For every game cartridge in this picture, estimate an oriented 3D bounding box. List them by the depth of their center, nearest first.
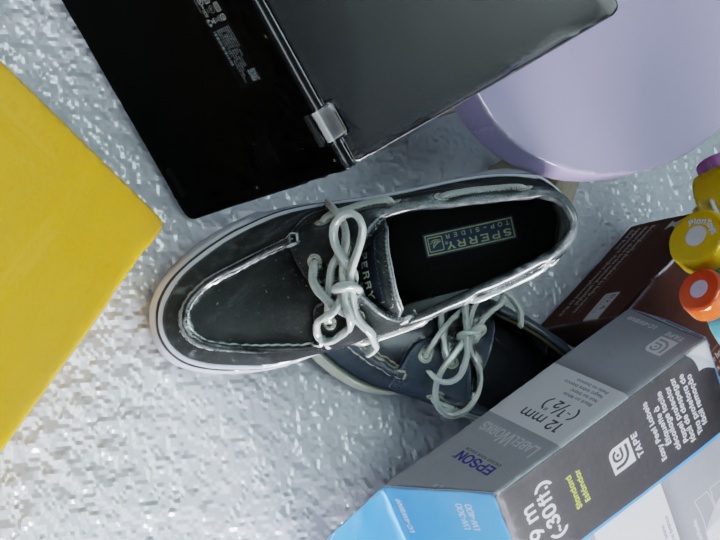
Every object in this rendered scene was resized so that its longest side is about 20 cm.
[{"bbox_3d":[-0.198,-0.004,0.742,0.176,0.032,0.200,46,58,-21],"label":"game cartridge"}]

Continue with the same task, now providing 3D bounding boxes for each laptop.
[{"bbox_3d":[-0.031,-0.145,0.779,0.116,0.200,0.188,-37,104,-36],"label":"laptop"}]

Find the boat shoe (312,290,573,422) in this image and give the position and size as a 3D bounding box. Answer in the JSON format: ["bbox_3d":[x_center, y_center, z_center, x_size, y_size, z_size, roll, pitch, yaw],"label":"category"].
[{"bbox_3d":[0.050,0.041,0.889,0.200,0.062,0.075,32,67,-27],"label":"boat shoe"}]

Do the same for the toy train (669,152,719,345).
[{"bbox_3d":[0.217,0.012,0.900,0.151,0.055,0.200,60,25,-6],"label":"toy train"}]

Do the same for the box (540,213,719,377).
[{"bbox_3d":[0.193,0.079,0.980,0.100,0.075,0.200,-43,109,-32],"label":"box"}]

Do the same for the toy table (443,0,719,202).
[{"bbox_3d":[0.092,-0.105,0.909,0.199,0.117,0.185,-4,84,-36],"label":"toy table"}]

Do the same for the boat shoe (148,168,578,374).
[{"bbox_3d":[0.001,0.003,0.804,0.198,0.068,0.074,-11,95,-2],"label":"boat shoe"}]

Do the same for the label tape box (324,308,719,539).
[{"bbox_3d":[0.096,0.133,0.863,0.200,0.066,0.144,-34,119,-22],"label":"label tape box"}]
